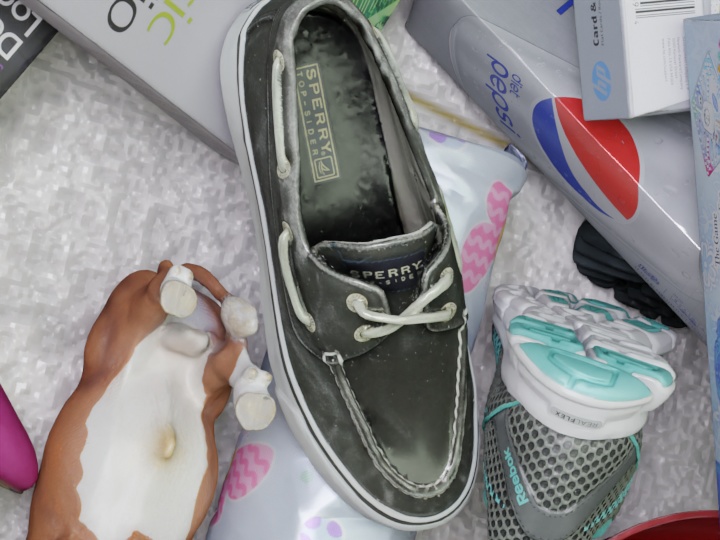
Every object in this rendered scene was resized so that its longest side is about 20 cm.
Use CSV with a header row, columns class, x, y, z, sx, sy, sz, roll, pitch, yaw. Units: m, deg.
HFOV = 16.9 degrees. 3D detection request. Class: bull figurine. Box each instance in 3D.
class,x,y,z,sx,sy,sz,roll,pitch,yaw
bull figurine,-0.084,0.090,0.882,0.065,0.121,0.201,14,79,-20

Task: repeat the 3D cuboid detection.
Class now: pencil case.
class,x,y,z,sx,sy,sz,roll,pitch,yaw
pencil case,0.000,0.038,0.933,0.083,0.091,0.201,17,82,-4

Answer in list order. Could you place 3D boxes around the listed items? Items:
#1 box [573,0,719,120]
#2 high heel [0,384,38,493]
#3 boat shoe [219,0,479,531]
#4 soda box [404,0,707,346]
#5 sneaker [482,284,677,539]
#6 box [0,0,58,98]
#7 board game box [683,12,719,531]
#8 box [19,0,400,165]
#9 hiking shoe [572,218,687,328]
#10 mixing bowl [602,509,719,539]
class,x,y,z,sx,sy,sz,roll,pitch,yaw
box,0.172,-0.142,0.912,0.199,0.041,0.156,-8,95,-22
high heel,-0.160,-0.017,0.868,0.096,0.067,0.200,-42,104,-10
boat shoe,0.000,0.000,0.848,0.071,0.064,0.201,-20,100,-17
soda box,0.110,-0.057,0.953,0.068,0.063,0.200,-39,81,-17
sneaker,0.073,0.059,0.922,0.077,0.200,0.091,17,99,7
box,-0.134,-0.160,0.843,0.143,0.036,0.200,43,76,-20
board game box,0.220,-0.007,0.901,0.199,0.043,0.200,-10,102,-23
box,-0.046,-0.129,0.855,0.145,0.036,0.200,-58,148,-3
hiking shoe,0.188,0.006,1.022,0.200,0.074,0.087,32,78,-21
mixing bowl,0.111,0.191,0.969,0.200,0.108,0.201,0,90,-23
